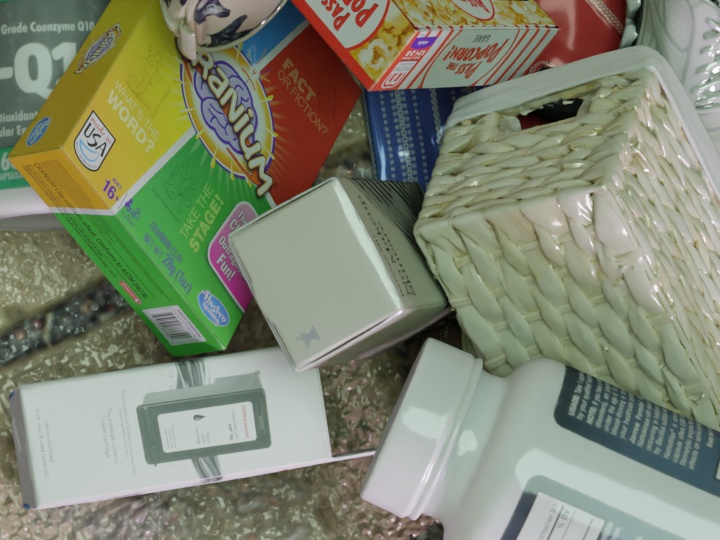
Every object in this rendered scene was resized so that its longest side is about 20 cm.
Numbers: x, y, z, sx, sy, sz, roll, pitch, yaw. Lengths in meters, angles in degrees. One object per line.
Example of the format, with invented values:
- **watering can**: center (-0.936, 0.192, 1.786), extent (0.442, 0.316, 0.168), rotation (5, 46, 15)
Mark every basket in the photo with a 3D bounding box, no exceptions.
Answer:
- **basket**: center (0.129, 0.003, 1.309), extent (0.200, 0.135, 0.124), rotation (60, 35, -25)

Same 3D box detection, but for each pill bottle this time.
- **pill bottle**: center (-0.172, -0.126, 1.328), extent (0.113, 0.113, 0.201), rotation (-3, 84, -11)
- **pill bottle**: center (0.108, 0.114, 1.241), extent (0.199, 0.120, 0.120), rotation (24, 80, 0)

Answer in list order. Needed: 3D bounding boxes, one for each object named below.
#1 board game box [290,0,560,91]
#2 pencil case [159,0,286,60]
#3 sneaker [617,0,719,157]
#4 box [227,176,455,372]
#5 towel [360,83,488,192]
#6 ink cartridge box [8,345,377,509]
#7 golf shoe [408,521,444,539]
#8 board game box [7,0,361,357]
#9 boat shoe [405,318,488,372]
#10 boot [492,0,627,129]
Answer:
- **board game box**: center (-0.002, -0.184, 1.320), extent (0.200, 0.151, 0.046), rotation (50, 119, 20)
- **pencil case**: center (-0.109, -0.205, 1.249), extent (0.089, 0.078, 0.200), rotation (-33, 73, -8)
- **sneaker**: center (0.185, -0.127, 1.345), extent (0.075, 0.081, 0.201), rotation (-13, 102, -28)
- **box**: center (0.000, 0.000, 1.293), extent (0.068, 0.200, 0.082), rotation (-29, 86, 12)
- **towel**: center (0.104, -0.081, 1.421), extent (0.199, 0.024, 0.146), rotation (-8, 85, -11)
- **ink cartridge box**: center (-0.086, 0.082, 1.321), extent (0.199, 0.116, 0.068), rotation (-8, 87, -12)
- **golf shoe**: center (0.039, 0.200, 1.339), extent (0.199, 0.078, 0.097), rotation (-21, 125, 11)
- **board game box**: center (-0.088, -0.079, 1.301), extent (0.153, 0.040, 0.200), rotation (52, 47, -32)
- **boat shoe**: center (0.077, 0.124, 1.381), extent (0.075, 0.075, 0.203), rotation (-13, 94, 23)
- **boot**: center (0.082, -0.159, 1.389), extent (0.200, 0.072, 0.145), rotation (36, 76, -2)
